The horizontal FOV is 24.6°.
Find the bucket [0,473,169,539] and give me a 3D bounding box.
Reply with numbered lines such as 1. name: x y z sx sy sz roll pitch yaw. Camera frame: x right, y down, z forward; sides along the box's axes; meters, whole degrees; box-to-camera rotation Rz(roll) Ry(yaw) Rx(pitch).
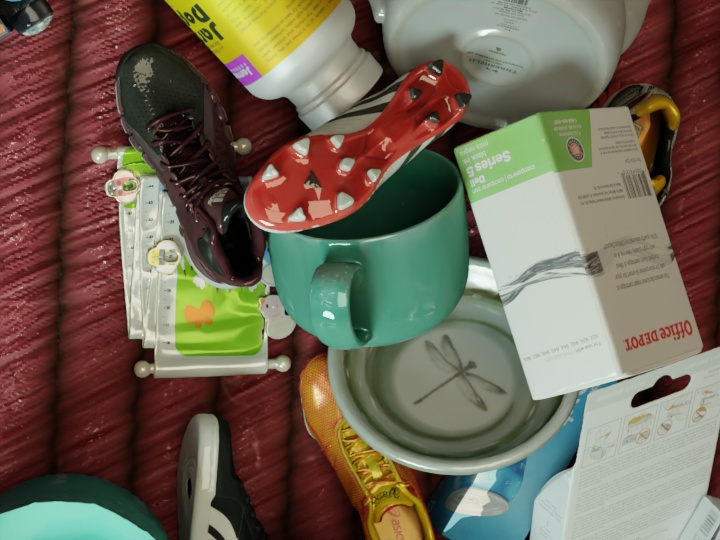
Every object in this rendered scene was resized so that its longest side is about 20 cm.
1. bucket: -0.221 0.253 1.227 0.206 0.135 0.208 -1 96 -9

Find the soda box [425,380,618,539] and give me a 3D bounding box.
1. soda box: 0.133 0.139 1.353 0.068 0.064 0.200 32 87 -16

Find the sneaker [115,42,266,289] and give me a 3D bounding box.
1. sneaker: -0.113 -0.076 1.219 0.076 0.115 0.200 -28 104 -11

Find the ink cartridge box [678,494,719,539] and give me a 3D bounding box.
1. ink cartridge box: 0.353 0.263 1.409 0.199 0.039 0.100 18 105 -27

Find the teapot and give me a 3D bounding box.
1. teapot: 0.110 -0.215 1.270 0.200 0.197 0.146 42 46 -37

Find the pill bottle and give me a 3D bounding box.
1. pill bottle: -0.075 -0.201 1.240 0.104 0.104 0.200 -45 104 -6

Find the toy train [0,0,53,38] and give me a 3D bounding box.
1. toy train: -0.309 -0.242 1.187 0.114 0.087 0.200 -35 104 -3

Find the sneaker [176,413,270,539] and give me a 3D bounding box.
1. sneaker: -0.086 0.207 1.304 0.111 0.073 0.201 -1 104 -18

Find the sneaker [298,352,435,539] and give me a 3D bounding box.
1. sneaker: 0.013 0.155 1.315 0.073 0.077 0.200 -28 95 -9

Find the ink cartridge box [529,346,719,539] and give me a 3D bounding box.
1. ink cartridge box: 0.217 0.150 1.325 0.162 0.057 0.201 -16 122 -30

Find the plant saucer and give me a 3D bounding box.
1. plant saucer: 0.074 0.081 1.303 0.199 0.050 0.201 0 54 1

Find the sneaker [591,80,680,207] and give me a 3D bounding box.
1. sneaker: 0.204 -0.058 1.341 0.078 0.082 0.201 14 93 -17

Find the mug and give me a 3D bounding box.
1. mug: -0.004 -0.005 1.246 0.185 0.152 0.115 -31 129 -34

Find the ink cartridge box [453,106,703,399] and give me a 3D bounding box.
1. ink cartridge box: 0.167 -0.015 1.245 0.145 0.084 0.201 -10 82 -53

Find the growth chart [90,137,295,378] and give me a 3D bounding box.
1. growth chart: -0.125 -0.008 1.293 0.144 0.018 0.201 -10 99 -14

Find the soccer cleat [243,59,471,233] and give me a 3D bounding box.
1. soccer cleat: -0.003 -0.086 1.212 0.200 0.085 0.069 -37 90 -19
